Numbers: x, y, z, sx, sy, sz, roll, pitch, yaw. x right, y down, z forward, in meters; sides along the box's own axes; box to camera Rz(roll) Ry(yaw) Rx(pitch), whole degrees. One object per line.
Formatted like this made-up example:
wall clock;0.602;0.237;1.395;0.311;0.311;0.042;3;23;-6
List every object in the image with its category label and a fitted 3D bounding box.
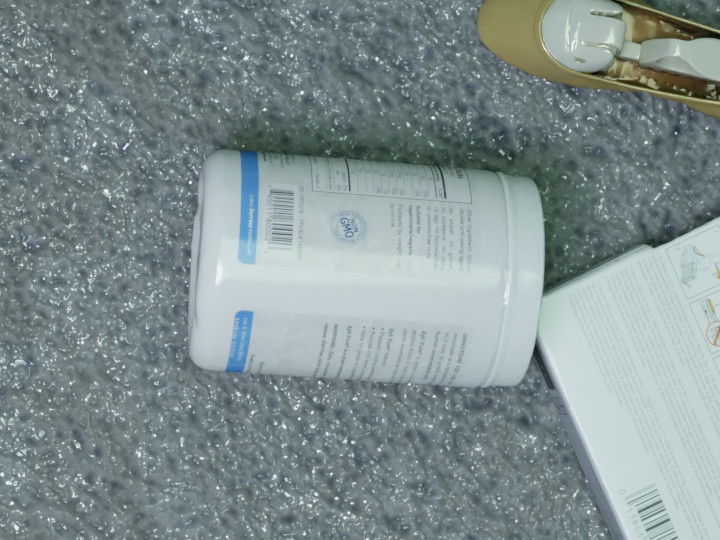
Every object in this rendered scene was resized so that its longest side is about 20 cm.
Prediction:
supplement tub;0.000;0.000;1.250;0.198;0.132;0.133;5;88;-8
ballet flat;0.173;-0.143;1.311;0.198;0.063;0.069;12;86;-7
ink cartridge box;0.213;0.076;1.320;0.172;0.044;0.201;-24;91;-8
